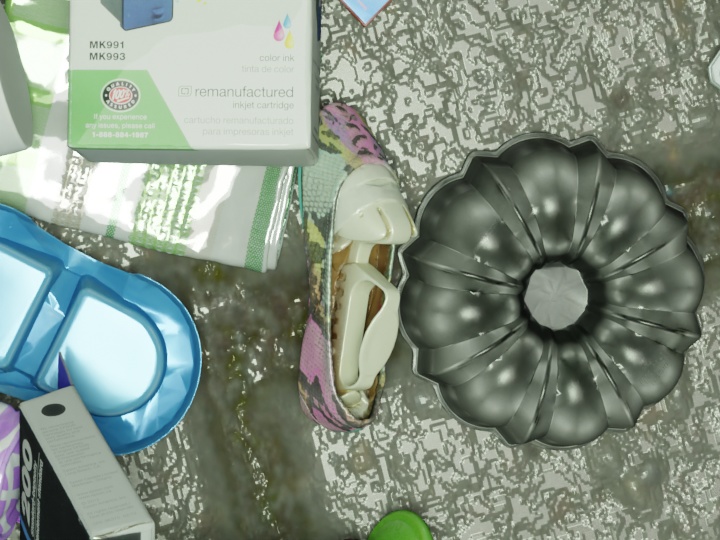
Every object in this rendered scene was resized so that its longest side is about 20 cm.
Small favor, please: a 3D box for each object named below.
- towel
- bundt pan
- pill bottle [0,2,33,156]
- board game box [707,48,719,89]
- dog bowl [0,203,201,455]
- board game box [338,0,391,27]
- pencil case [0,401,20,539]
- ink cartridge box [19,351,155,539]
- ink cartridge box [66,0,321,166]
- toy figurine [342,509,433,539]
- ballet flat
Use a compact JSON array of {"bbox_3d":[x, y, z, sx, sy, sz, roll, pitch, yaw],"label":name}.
[{"bbox_3d":[-0.132,-0.090,1.359,0.198,0.031,0.151,13,92,-4],"label":"towel"},{"bbox_3d":[0.121,0.015,1.360,0.200,0.076,0.204,0,93,-3],"label":"bundt pan"},{"bbox_3d":[-0.299,-0.093,1.298,0.198,0.116,0.117,-14,95,2],"label":"pill bottle"},{"bbox_3d":[0.348,-0.147,1.389,0.199,0.026,0.201,34,91,-6],"label":"board game box"},{"bbox_3d":[-0.192,0.033,1.354,0.199,0.050,0.112,27,92,-6],"label":"dog bowl"},{"bbox_3d":[-0.031,-0.257,1.360,0.103,0.019,0.200,-44,95,-1],"label":"board game box"},{"bbox_3d":[-0.288,0.097,1.317,0.198,0.086,0.084,19,53,9],"label":"pencil case"},{"bbox_3d":[-0.165,0.179,1.261,0.043,0.200,0.200,-5,117,-20],"label":"ink cartridge box"},{"bbox_3d":[-0.095,-0.166,1.301,0.144,0.088,0.202,1,86,2],"label":"ink cartridge box"},{"bbox_3d":[-0.054,0.224,1.302,0.183,0.150,0.202,16,71,-31],"label":"toy figurine"},{"bbox_3d":[0.000,0.000,1.350,0.069,0.071,0.202,0,95,-37],"label":"ballet flat"}]
